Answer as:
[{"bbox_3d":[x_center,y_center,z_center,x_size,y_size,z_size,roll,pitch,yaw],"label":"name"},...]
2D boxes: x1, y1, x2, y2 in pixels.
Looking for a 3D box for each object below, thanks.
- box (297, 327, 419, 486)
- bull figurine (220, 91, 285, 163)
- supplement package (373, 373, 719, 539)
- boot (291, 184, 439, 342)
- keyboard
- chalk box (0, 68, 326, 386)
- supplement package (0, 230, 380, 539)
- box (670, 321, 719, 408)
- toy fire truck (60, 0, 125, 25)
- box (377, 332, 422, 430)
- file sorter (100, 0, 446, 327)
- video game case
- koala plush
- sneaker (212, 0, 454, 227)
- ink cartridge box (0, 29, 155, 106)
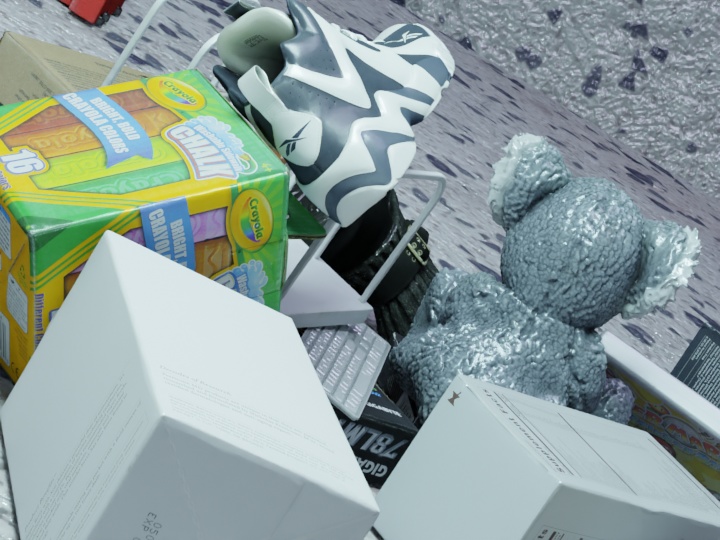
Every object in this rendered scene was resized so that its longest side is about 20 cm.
[{"bbox_3d":[-0.085,0.045,1.284,0.199,0.050,0.198,21,16,-45],"label":"box"},{"bbox_3d":[-0.103,-0.119,1.724,0.121,0.066,0.199,1,-3,43],"label":"bull figurine"},{"bbox_3d":[0.121,0.155,1.238,0.199,0.110,0.114,19,19,-44],"label":"supplement package"},{"bbox_3d":[0.002,-0.001,1.496,0.159,0.079,0.211,68,26,-15],"label":"boot"},{"bbox_3d":[-0.012,0.054,1.302,0.056,0.011,0.200,34,13,-1],"label":"keyboard"},{"bbox_3d":[-0.116,-0.025,1.129,0.199,0.125,0.125,-16,40,-28],"label":"chalk box"},{"bbox_3d":[-0.089,0.090,0.976,0.119,0.122,0.200,25,16,-24],"label":"supplement package"},{"bbox_3d":[0.397,0.156,1.846,0.199,0.105,0.182,18,19,-44],"label":"box"},{"bbox_3d":[-0.297,-0.297,1.967,0.140,0.049,0.200,32,14,-4],"label":"toy fire truck"},{"bbox_3d":[0.107,0.129,1.450,0.199,0.036,0.143,28,16,-15],"label":"box"},{"bbox_3d":[-0.062,-0.074,1.313,0.200,0.125,0.138,44,19,20],"label":"file sorter"},{"bbox_3d":[0.241,0.143,1.508,0.199,0.023,0.182,36,-23,11],"label":"video game case"},{"bbox_3d":[0.128,0.024,1.367,0.177,0.201,0.184,36,16,12],"label":"koala plush"},{"bbox_3d":[-0.021,-0.123,1.184,0.130,0.079,0.200,44,36,-15],"label":"sneaker"},{"bbox_3d":[-0.167,-0.086,1.490,0.165,0.075,0.199,42,17,32],"label":"ink cartridge box"}]
